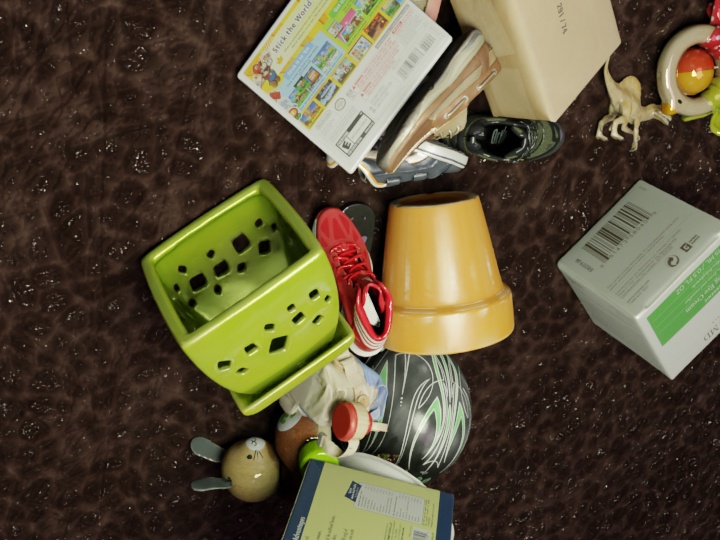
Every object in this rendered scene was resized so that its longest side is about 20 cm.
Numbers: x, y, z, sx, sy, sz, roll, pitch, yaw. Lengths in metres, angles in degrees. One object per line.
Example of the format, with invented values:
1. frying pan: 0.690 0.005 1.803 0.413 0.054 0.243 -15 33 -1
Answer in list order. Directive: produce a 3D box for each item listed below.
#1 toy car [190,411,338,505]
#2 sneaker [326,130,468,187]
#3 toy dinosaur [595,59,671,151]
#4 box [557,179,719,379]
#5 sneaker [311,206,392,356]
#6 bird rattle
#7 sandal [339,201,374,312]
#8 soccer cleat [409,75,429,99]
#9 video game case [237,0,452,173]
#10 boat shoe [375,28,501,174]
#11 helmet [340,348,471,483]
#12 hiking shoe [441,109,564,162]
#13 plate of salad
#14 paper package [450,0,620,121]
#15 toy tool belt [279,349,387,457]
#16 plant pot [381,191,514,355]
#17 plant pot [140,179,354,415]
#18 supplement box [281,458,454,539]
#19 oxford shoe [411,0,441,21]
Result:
1. toy car: -0.141 0.263 1.165 0.194 0.165 0.162 1 115 -12
2. sneaker: 0.044 -0.148 1.089 0.195 0.079 0.081 14 104 -19
3. toy dinosaur: 0.387 -0.244 1.231 0.197 0.058 0.103 22 89 -40
4. box: 0.462 0.012 1.295 0.199 0.200 0.172 -43 127 -1
5. sneaker: 0.000 0.000 1.051 0.077 0.116 0.204 -19 80 -20
6. bird rattle: 0.516 -0.304 1.223 0.159 0.113 0.205 -11 117 -14
7. sandal: -0.014 0.007 1.156 0.073 0.045 0.205 -4 116 -24
8. soccer cleat: 0.037 -0.217 1.036 0.195 0.088 0.071 2 137 -26
9. video game case: -0.019 -0.253 0.985 0.181 0.023 0.201 39 96 -2
10. boat shoe: 0.097 -0.191 0.988 0.071 0.076 0.201 39 92 -17
11. helmet: 0.074 0.206 1.222 0.197 0.202 0.192 18 123 -31
12. hiking shoe: 0.211 -0.176 1.140 0.195 0.101 0.078 -3 117 -24
13. plate of salad: 0.046 0.318 1.155 0.048 0.196 0.203 -50 132 -38
14. paper package: 0.224 -0.322 1.041 0.191 0.102 0.202 -46 127 -23
15. toy tool belt: -0.015 0.164 1.090 0.121 0.199 0.128 10 102 -35
16. plant pot: 0.107 -0.006 1.134 0.195 0.200 0.188 -11 103 -20
17. plant pot: -0.130 0.042 1.033 0.198 0.199 0.183 -34 131 -7
18. supplement box: 0.002 0.364 1.010 0.194 0.201 0.138 13 114 5
19. oxford shoe: 0.066 -0.381 0.989 0.073 0.071 0.205 2 113 -20
